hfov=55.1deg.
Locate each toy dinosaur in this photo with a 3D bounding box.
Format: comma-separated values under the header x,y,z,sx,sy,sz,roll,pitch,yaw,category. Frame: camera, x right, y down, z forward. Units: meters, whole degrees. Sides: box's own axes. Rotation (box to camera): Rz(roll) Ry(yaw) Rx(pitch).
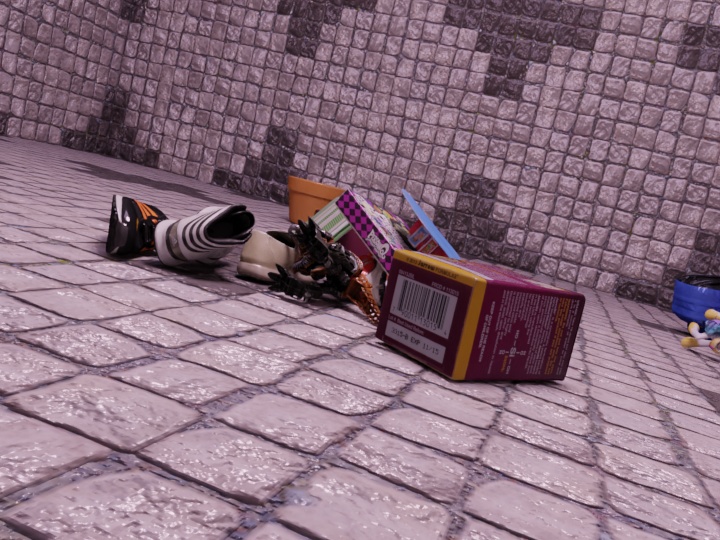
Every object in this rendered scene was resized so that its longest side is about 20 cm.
x,y,z,sx,sy,sz,roll,pitch,yaw,category
-0.036,-0.006,0.899,0.197,0.105,0.134,19,3,38,toy dinosaur

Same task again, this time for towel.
x,y,z,sx,sy,sz,roll,pitch,yaw,category
-0.071,-0.091,1.434,0.024,0.152,0.200,52,-7,-20,towel

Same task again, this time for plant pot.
x,y,z,sx,sy,sz,roll,pitch,yaw,category
-0.151,-0.213,2.223,0.194,0.144,0.200,14,6,-1,plant pot

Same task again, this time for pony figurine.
x,y,z,sx,sy,sz,roll,pitch,yaw,category
0.774,0.134,1.400,0.188,0.171,0.200,-19,11,1,pony figurine

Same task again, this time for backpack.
x,y,z,sx,sy,sz,roll,pitch,yaw,category
0.945,0.100,1.850,0.193,0.174,0.162,9,4,-9,backpack

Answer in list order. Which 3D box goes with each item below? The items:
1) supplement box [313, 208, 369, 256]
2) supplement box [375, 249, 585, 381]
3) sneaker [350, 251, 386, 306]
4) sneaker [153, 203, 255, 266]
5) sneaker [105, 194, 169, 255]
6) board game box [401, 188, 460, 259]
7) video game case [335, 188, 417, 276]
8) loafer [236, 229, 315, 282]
x,y,z,sx,sy,sz,roll,pitch,yaw,category
-0.035,-0.077,1.557,0.107,0.088,0.199,10,7,-23,supplement box
0.133,0.051,0.762,0.196,0.107,0.130,8,8,-39,supplement box
0.000,0.000,1.050,0.082,0.080,0.200,9,6,1,sneaker
-0.177,-0.050,0.926,0.112,0.078,0.200,-8,9,19,sneaker
-0.288,-0.060,0.921,0.087,0.072,0.200,8,6,-18,sneaker
0.109,-0.030,1.021,0.201,0.039,0.159,48,11,-23,board game box
0.066,-0.020,1.022,0.202,0.036,0.180,54,16,29,video game case
-0.108,-0.022,1.009,0.074,0.070,0.199,16,6,18,loafer
